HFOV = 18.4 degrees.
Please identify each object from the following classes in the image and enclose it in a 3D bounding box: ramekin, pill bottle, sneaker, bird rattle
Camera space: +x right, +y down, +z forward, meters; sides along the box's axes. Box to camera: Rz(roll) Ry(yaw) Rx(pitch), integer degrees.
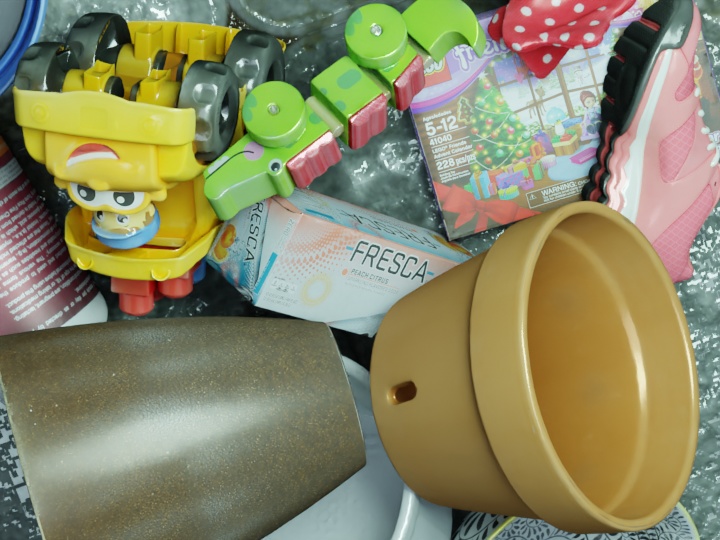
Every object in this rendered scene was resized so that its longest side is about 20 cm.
[{"bbox_3d":[-0.037,0.160,1.459,0.200,0.098,0.201,-10,65,23],"label":"ramekin"},{"bbox_3d":[-0.239,0.012,1.462,0.113,0.113,0.200,-31,100,7],"label":"pill bottle"},{"bbox_3d":[0.198,-0.080,1.430,0.086,0.074,0.201,8,111,-13],"label":"sneaker"},{"bbox_3d":[0.087,-0.224,1.388,0.199,0.113,0.164,23,89,14],"label":"bird rattle"}]

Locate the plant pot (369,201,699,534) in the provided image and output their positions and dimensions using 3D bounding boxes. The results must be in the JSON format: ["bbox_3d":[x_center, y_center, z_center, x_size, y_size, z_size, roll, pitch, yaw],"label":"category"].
[{"bbox_3d":[0.101,0.069,1.368,0.140,0.200,0.201,-13,105,37],"label":"plant pot"}]

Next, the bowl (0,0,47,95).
[{"bbox_3d":[-0.293,-0.185,1.390,0.199,0.039,0.202,0,102,0],"label":"bowl"}]

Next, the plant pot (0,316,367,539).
[{"bbox_3d":[-0.103,0.104,1.358,0.199,0.187,0.188,-16,102,-6],"label":"plant pot"}]

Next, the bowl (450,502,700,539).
[{"bbox_3d":[0.123,0.205,1.498,0.200,0.094,0.202,-12,120,-21],"label":"bowl"}]

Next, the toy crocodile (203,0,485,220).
[{"bbox_3d":[-0.012,-0.098,1.338,0.200,0.068,0.062,-39,69,-11],"label":"toy crocodile"}]

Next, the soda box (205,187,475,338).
[{"bbox_3d":[0.000,0.000,1.427,0.199,0.064,0.069,17,106,-43],"label":"soda box"}]

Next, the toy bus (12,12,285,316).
[{"bbox_3d":[-0.135,-0.056,1.403,0.135,0.200,0.193,10,109,13],"label":"toy bus"}]

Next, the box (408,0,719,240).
[{"bbox_3d":[0.133,-0.114,1.468,0.199,0.039,0.137,-17,102,4],"label":"box"}]
